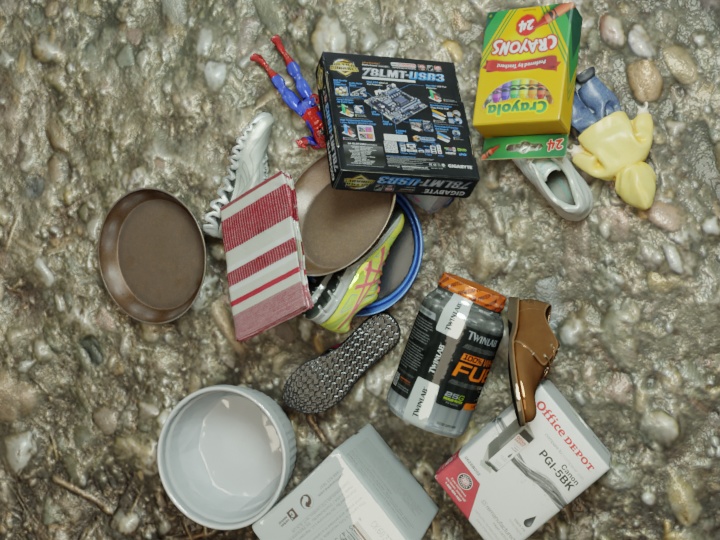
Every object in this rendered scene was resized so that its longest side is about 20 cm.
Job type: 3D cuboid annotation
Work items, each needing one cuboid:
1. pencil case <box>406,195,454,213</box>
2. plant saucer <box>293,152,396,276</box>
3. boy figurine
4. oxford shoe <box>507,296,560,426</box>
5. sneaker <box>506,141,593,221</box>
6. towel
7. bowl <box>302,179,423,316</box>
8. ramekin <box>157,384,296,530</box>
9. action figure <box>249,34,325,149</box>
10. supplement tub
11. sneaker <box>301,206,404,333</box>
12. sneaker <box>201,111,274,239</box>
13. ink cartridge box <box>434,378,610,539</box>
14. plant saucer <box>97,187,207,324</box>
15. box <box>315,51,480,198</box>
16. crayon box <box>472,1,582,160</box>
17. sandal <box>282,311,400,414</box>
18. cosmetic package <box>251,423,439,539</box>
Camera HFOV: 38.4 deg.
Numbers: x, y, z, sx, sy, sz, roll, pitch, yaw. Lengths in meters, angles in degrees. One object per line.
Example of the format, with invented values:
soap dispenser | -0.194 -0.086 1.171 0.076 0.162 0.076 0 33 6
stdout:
pencil case | 0.058 -0.172 1.449 0.199 0.083 0.091 41 80 9
plant saucer | -0.027 -0.077 1.414 0.198 0.037 0.203 -19 54 28
boy figurine | 0.342 -0.175 1.391 0.124 0.064 0.202 -35 84 11
oxford shoe | 0.230 0.115 1.374 0.070 0.072 0.202 0 50 10
sneaker | 0.246 -0.155 1.407 0.070 0.080 0.201 -41 81 12
towel | -0.132 -0.019 1.418 0.143 0.023 0.203 -25 65 36
bowl | -0.004 -0.036 1.488 0.197 0.039 0.205 0 91 14
ramekin | -0.185 0.264 1.503 0.196 0.105 0.204 0 91 14
action figure | -0.089 -0.242 1.478 0.065 0.099 0.201 -37 85 12
supplement tub | 0.121 0.114 1.418 0.121 0.122 0.203 21 96 12
sneaker | 0.000 0.000 1.437 0.201 0.090 0.078 -52 39 -6
sneaker | -0.161 -0.133 1.512 0.080 0.075 0.203 24 105 4
ink cartridge box | 0.223 0.268 1.417 0.200 0.083 0.147 -43 81 11
plant saucer | -0.305 -0.023 1.547 0.197 0.034 0.204 3 96 26
box | 0.047 -0.196 1.380 0.196 0.050 0.201 1 58 -19
crayon box | 0.222 -0.251 1.379 0.125 0.051 0.204 0 73 30
sandal | -0.025 0.137 1.500 0.199 0.045 0.076 -38 89 -3
cosmetic package | -0.015 0.339 1.415 0.165 0.200 0.166 -42 83 11
